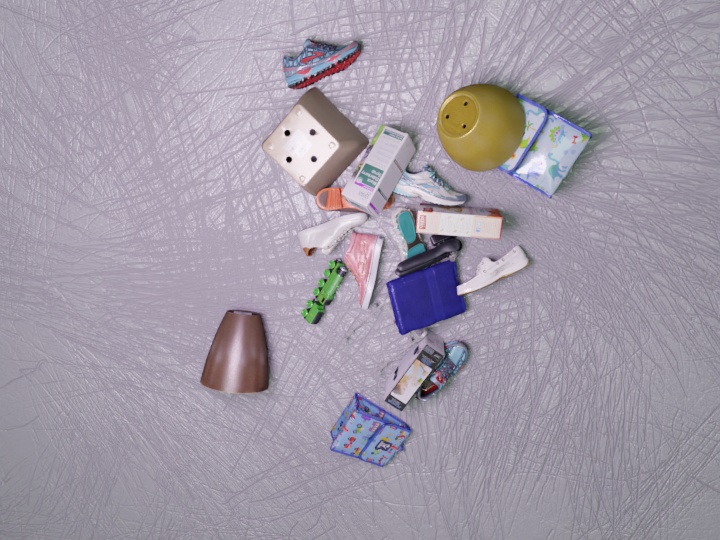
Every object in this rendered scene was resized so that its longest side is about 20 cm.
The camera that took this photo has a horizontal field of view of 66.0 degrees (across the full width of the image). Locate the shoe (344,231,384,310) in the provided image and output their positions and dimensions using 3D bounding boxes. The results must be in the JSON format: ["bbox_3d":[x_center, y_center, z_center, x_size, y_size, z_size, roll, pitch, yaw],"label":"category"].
[{"bbox_3d":[0.000,0.000,1.460,0.091,0.071,0.201,12,101,6],"label":"shoe"}]

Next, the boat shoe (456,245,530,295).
[{"bbox_3d":[0.327,-0.001,1.410,0.199,0.071,0.070,-27,86,-1],"label":"boat shoe"}]

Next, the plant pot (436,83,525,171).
[{"bbox_3d":[0.251,-0.333,1.250,0.199,0.142,0.201,0,90,35],"label":"plant pot"}]

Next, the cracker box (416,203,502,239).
[{"bbox_3d":[0.239,-0.123,1.354,0.199,0.134,0.058,4,106,7],"label":"cracker box"}]

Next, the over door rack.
[{"bbox_3d":[0.066,0.169,1.500,0.148,0.067,0.200,44,118,-3],"label":"over door rack"}]

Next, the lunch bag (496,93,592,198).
[{"bbox_3d":[0.407,-0.291,1.297,0.200,0.127,0.170,35,110,12],"label":"lunch bag"}]

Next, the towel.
[{"bbox_3d":[0.167,0.067,1.420,0.199,0.050,0.148,-18,100,-20],"label":"towel"}]

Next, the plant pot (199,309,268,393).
[{"bbox_3d":[-0.334,0.214,1.522,0.186,0.187,0.201,7,92,6],"label":"plant pot"}]

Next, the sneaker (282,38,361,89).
[{"bbox_3d":[-0.098,-0.513,1.321,0.199,0.079,0.096,-20,97,11],"label":"sneaker"}]

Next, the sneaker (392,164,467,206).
[{"bbox_3d":[0.172,-0.213,1.371,0.199,0.078,0.087,15,103,4],"label":"sneaker"}]

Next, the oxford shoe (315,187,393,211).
[{"bbox_3d":[-0.016,-0.183,1.417,0.199,0.073,0.072,1,89,-10],"label":"oxford shoe"}]

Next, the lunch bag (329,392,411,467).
[{"bbox_3d":[0.035,0.469,1.581,0.199,0.094,0.151,28,106,-13],"label":"lunch bag"}]

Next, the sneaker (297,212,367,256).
[{"bbox_3d":[-0.063,-0.089,1.436,0.199,0.073,0.085,-19,84,23],"label":"sneaker"}]

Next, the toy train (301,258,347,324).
[{"bbox_3d":[-0.096,0.060,1.493,0.056,0.042,0.201,42,111,32],"label":"toy train"}]

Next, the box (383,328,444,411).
[{"bbox_3d":[0.143,0.265,1.485,0.060,0.117,0.200,33,106,-4],"label":"box"}]

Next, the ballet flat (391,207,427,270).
[{"bbox_3d":[0.123,-0.073,1.421,0.071,0.072,0.201,-12,112,11],"label":"ballet flat"}]

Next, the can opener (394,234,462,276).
[{"bbox_3d":[0.172,-0.035,1.394,0.199,0.064,0.079,-29,60,-17],"label":"can opener"}]

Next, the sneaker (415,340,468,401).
[{"bbox_3d":[0.221,0.279,1.485,0.079,0.096,0.200,36,107,-3],"label":"sneaker"}]

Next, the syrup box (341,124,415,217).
[{"bbox_3d":[0.045,-0.239,1.336,0.079,0.081,0.201,28,85,26],"label":"syrup box"}]

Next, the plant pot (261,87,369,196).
[{"bbox_3d":[-0.123,-0.303,1.338,0.200,0.177,0.200,44,106,-5],"label":"plant pot"}]
